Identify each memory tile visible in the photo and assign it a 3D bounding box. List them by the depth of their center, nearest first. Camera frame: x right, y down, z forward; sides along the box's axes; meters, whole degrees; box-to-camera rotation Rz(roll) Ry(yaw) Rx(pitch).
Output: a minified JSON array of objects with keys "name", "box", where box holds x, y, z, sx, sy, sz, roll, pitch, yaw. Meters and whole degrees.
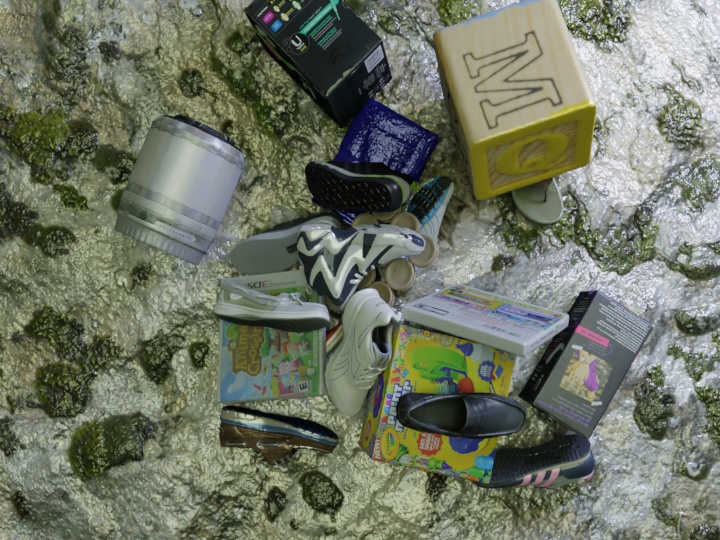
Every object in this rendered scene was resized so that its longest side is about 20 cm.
[{"name":"memory tile","box":[0.019,-0.012,1.378,0.200,0.017,0.154,-45,63,10]}]

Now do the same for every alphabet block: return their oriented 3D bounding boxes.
[{"name":"alphabet block","box":[0.233,-0.258,1.336,0.193,0.196,0.204,-17,67,6]}]

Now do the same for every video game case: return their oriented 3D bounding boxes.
[{"name":"video game case","box":[0.188,0.070,1.311,0.197,0.181,0.023,16,108,30]},{"name":"video game case","box":[-0.141,0.103,1.388,0.178,0.022,0.205,-6,72,17]}]

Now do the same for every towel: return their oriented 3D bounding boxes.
[{"name":"towel","box":[0.025,-0.166,1.434,0.146,0.050,0.203,28,87,2]}]

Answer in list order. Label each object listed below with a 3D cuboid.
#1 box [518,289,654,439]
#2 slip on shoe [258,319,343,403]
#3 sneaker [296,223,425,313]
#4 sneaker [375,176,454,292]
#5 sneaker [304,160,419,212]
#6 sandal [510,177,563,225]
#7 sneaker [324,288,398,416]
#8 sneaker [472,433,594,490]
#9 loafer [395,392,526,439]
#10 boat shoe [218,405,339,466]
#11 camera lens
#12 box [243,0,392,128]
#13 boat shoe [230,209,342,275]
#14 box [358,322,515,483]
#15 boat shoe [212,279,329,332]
[{"name":"box","box":[0.349,0.144,1.372,0.105,0.122,0.202,32,88,2]},{"name":"slip on shoe","box":[-0.097,0.134,1.409,0.198,0.074,0.062,-35,83,4]},{"name":"sneaker","box":[0.000,0.000,1.338,0.194,0.080,0.133,1,103,1]},{"name":"sneaker","box":[0.099,-0.055,1.416,0.086,0.075,0.202,29,97,-32]},{"name":"sneaker","box":[0.003,-0.135,1.381,0.197,0.082,0.073,18,126,33]},{"name":"sandal","box":[0.276,-0.171,1.424,0.078,0.057,0.205,-15,85,-2]},{"name":"sneaker","box":[0.002,0.132,1.311,0.073,0.087,0.204,-4,116,-36]},{"name":"sneaker","box":[0.274,0.324,1.393,0.196,0.071,0.083,-14,123,14]},{"name":"loafer","box":[0.149,0.210,1.263,0.196,0.070,0.070,5,89,-10]},{"name":"boat shoe","box":[-0.132,0.271,1.405,0.196,0.072,0.074,11,91,12]},{"name":"camera lens","box":[-0.282,-0.129,1.382,0.157,0.160,0.204,22,87,2]},{"name":"box","box":[-0.064,-0.355,1.385,0.124,0.149,0.200,-44,76,-2]},{"name":"boat shoe","box":[-0.116,-0.046,1.421,0.196,0.057,0.070,-16,116,18]},{"name":"box","box":[0.115,0.198,1.355,0.189,0.122,0.205,12,88,-10]},{"name":"boat shoe","box":[-0.137,0.053,1.353,0.198,0.074,0.066,3,73,28]}]
